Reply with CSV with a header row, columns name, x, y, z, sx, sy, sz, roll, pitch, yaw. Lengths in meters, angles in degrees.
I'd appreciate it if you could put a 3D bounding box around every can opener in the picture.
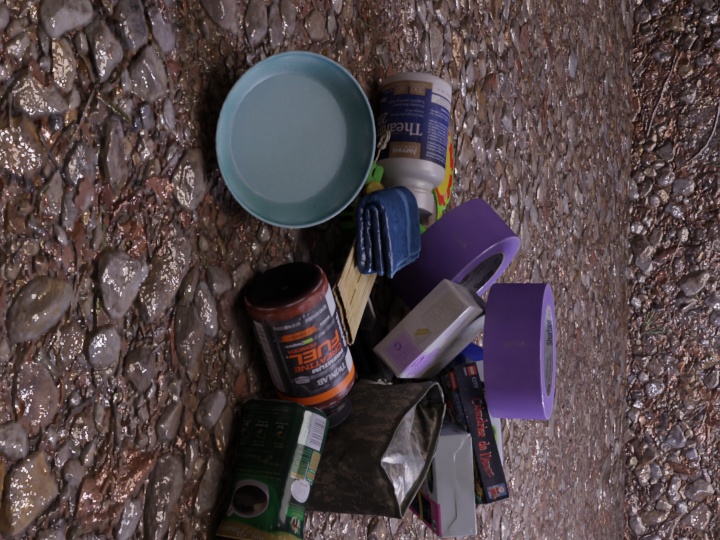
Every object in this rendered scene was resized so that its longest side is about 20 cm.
name,x,y,z,sx,sy,sz,roll,pitch,yaw
can opener,0.009,0.073,1.391,0.067,0.053,0.202,-59,142,-43

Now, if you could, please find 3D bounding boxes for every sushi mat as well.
name,x,y,z,sx,sy,sz,roll,pitch,yaw
sushi mat,0.000,0.000,1.260,0.201,0.012,0.097,-69,151,-53

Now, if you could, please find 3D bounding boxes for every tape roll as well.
name,x,y,z,sx,sy,sz,roll,pitch,yaw
tape roll,0.149,-0.010,1.498,0.199,0.085,0.201,-37,161,-14
tape roll,0.240,0.119,1.428,0.200,0.084,0.204,0,90,-73

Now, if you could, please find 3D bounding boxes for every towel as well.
name,x,y,z,sx,sy,sz,roll,pitch,yaw
towel,0.043,-0.056,1.303,0.200,0.048,0.114,-25,112,-71

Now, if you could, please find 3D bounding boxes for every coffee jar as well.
name,x,y,z,sx,sy,sz,roll,pitch,yaw
coffee jar,-0.104,0.257,1.119,0.085,0.103,0.203,39,58,-53

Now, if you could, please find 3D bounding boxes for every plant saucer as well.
name,x,y,z,sx,sy,sz,roll,pitch,yaw
plant saucer,-0.078,-0.152,1.116,0.197,0.036,0.203,-6,104,-25

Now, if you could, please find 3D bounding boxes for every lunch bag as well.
name,x,y,z,sx,sy,sz,roll,pitch,yaw
lunch bag,0.012,0.223,1.280,0.200,0.162,0.119,-52,130,-48

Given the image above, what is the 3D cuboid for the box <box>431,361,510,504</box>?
name,x,y,z,sx,sy,sz,roll,pitch,yaw
box,0.163,0.249,1.449,0.137,0.037,0.203,124,-46,-73

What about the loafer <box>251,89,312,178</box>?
name,x,y,z,sx,sy,sz,roll,pitch,yaw
loafer,-0.088,-0.147,1.173,0.073,0.070,0.202,-62,143,-41

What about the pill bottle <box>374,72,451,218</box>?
name,x,y,z,sx,sy,sz,roll,pitch,yaw
pill bottle,0.077,-0.187,1.454,0.111,0.109,0.203,23,70,-61

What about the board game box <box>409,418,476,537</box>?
name,x,y,z,sx,sy,sz,roll,pitch,yaw
board game box,0.112,0.303,1.461,0.200,0.063,0.150,-171,-102,-77

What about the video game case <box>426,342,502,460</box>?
name,x,y,z,sx,sy,sz,roll,pitch,yaw
video game case,0.165,0.205,1.573,0.045,0.200,0.184,-9,103,-18

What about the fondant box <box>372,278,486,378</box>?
name,x,y,z,sx,sy,sz,roll,pitch,yaw
fondant box,0.113,0.090,1.401,0.144,0.058,0.200,-45,161,9

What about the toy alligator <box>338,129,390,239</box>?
name,x,y,z,sx,sy,sz,roll,pitch,yaw
toy alligator,0.001,-0.116,1.376,0.054,0.059,0.203,15,73,-20

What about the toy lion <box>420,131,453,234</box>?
name,x,y,z,sx,sy,sz,roll,pitch,yaw
toy lion,0.117,-0.153,1.599,0.191,0.068,0.203,31,63,-68

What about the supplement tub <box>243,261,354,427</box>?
name,x,y,z,sx,sy,sz,roll,pitch,yaw
supplement tub,-0.067,0.098,1.184,0.107,0.106,0.202,-55,137,-47

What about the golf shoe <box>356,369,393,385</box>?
name,x,y,z,sx,sy,sz,roll,pitch,yaw
golf shoe,0.028,0.243,1.410,0.088,0.076,0.203,-44,129,-47
